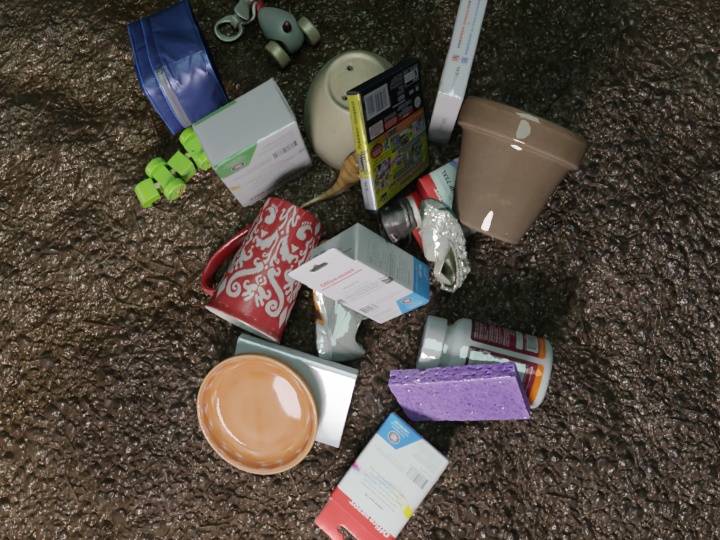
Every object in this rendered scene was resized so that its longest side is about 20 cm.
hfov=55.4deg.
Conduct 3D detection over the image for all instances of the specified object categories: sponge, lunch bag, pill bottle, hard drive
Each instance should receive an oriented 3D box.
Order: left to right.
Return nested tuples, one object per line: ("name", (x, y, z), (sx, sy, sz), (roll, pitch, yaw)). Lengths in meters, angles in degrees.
("lunch bag", (-0.312, -0.341, 1.144), (0.130, 0.137, 0.203), (-23, 57, -3))
("hard drive", (-0.111, 0.191, 1.092), (0.196, 0.026, 0.135), (16, 108, 5))
("sponge", (0.149, 0.186, 1.032), (0.196, 0.112, 0.030), (-8, 45, 25))
("pill bottle", (0.191, 0.138, 1.072), (0.195, 0.110, 0.112), (14, 81, 4))

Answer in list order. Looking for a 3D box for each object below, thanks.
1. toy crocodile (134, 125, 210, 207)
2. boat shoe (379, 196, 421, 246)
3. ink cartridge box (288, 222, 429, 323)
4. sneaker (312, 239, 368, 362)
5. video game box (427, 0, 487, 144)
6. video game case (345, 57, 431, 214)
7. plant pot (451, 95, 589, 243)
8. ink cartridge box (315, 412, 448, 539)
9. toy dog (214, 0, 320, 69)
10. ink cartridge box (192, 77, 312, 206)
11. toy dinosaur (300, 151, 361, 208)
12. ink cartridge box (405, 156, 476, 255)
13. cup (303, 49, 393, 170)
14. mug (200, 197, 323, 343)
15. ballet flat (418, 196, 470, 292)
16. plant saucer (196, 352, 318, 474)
("toy crocodile", (-0.301, -0.181, 1.174), (0.067, 0.062, 0.200), (44, 80, 8))
("boat shoe", (0.050, -0.072, 1.065), (0.056, 0.200, 0.068), (-18, 85, -5))
("ink cartridge box", (0.000, 0.000, 1.042), (0.198, 0.115, 0.068), (29, 51, -34))
("sneaker", (-0.034, 0.051, 1.122), (0.090, 0.076, 0.205), (-3, 88, -6))
("video game box", (0.154, -0.325, 1.106), (0.046, 0.200, 0.186), (16, 82, 3))
("video game case", (0.050, -0.212, 1.063), (0.025, 0.200, 0.185), (6, 120, 31))
("plant pot", (0.217, -0.143, 1.028), (0.196, 0.200, 0.178), (22, 102, 5))
("ink cartridge box", (0.033, 0.337, 1.060), (0.115, 0.067, 0.201), (38, 84, 8))
("toy dog", (-0.163, -0.447, 1.189), (0.197, 0.096, 0.134), (27, 82, 6))
("ink cartridge box", (-0.165, -0.196, 1.097), (0.143, 0.200, 0.089), (-31, 77, -2))
("toy dinosaur", (-0.013, -0.158, 1.142), (0.105, 0.200, 0.061), (23, 47, -21))
("ink cartridge box", (0.170, -0.121, 1.138), (0.197, 0.067, 0.118), (-29, 82, -3))
("cup", (-0.005, -0.280, 1.133), (0.195, 0.143, 0.206), (0, 80, 3))
("mug", (-0.165, -0.012, 1.104), (0.174, 0.134, 0.203), (24, 79, 4))
("ballet flat", (0.129, -0.028, 1.059), (0.070, 0.201, 0.073), (-11, 55, 16))
("plant saucer", (-0.159, 0.221, 1.076), (0.195, 0.038, 0.205), (3, 107, 9))
